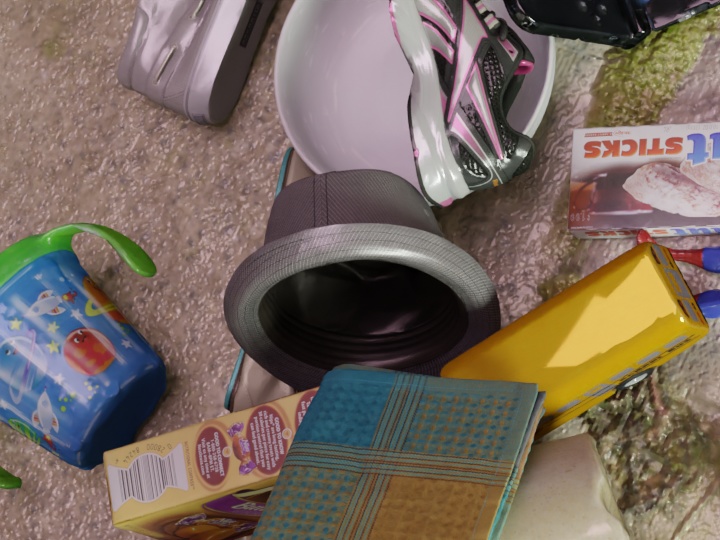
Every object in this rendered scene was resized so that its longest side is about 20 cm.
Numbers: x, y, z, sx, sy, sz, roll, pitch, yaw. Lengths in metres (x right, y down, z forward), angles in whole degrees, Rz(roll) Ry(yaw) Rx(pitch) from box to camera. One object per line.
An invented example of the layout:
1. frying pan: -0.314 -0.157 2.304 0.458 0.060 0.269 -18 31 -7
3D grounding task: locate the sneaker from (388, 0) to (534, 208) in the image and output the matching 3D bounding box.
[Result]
1. sneaker: 0.070 -0.145 1.393 0.085 0.080 0.202 -11 83 8

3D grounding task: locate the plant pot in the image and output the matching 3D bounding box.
1. plant pot: 0.080 0.192 1.310 0.182 0.201 0.202 -20 68 5

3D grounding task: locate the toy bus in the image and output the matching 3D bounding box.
1. toy bus: 0.122 0.061 1.353 0.199 0.078 0.066 -33 74 19

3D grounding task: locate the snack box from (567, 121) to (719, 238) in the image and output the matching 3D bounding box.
1. snack box: 0.234 -0.060 1.391 0.198 0.024 0.073 -1 73 23

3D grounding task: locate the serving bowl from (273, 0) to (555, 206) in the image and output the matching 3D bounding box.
1. serving bowl: 0.042 -0.134 1.467 0.198 0.066 0.202 -4 75 16

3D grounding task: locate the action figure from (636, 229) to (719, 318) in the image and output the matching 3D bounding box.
1. action figure: 0.270 0.007 1.347 0.198 0.052 0.066 3 72 22

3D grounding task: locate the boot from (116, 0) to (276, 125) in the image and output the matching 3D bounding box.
1. boot: -0.111 -0.213 1.553 0.095 0.074 0.202 22 86 20

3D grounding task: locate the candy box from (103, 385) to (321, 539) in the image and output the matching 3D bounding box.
1. candy box: -0.056 0.129 1.413 0.198 0.117 0.057 -20 68 18

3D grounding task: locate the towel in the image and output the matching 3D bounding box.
1. towel: 0.017 0.135 1.250 0.145 0.022 0.201 5 43 18

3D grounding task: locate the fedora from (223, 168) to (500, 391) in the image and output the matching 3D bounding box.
1. fedora: 0.000 0.000 1.392 0.175 0.200 0.091 -16 56 20

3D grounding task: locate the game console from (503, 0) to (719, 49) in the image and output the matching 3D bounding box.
1. game console: 0.166 -0.265 1.430 0.116 0.175 0.202 -38 60 41

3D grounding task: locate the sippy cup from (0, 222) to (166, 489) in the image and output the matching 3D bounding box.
1. sippy cup: -0.211 0.066 1.498 0.130 0.179 0.139 38 48 17

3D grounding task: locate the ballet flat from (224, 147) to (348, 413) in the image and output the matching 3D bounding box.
1. ballet flat: -0.040 0.014 1.473 0.069 0.069 0.202 11 84 25
